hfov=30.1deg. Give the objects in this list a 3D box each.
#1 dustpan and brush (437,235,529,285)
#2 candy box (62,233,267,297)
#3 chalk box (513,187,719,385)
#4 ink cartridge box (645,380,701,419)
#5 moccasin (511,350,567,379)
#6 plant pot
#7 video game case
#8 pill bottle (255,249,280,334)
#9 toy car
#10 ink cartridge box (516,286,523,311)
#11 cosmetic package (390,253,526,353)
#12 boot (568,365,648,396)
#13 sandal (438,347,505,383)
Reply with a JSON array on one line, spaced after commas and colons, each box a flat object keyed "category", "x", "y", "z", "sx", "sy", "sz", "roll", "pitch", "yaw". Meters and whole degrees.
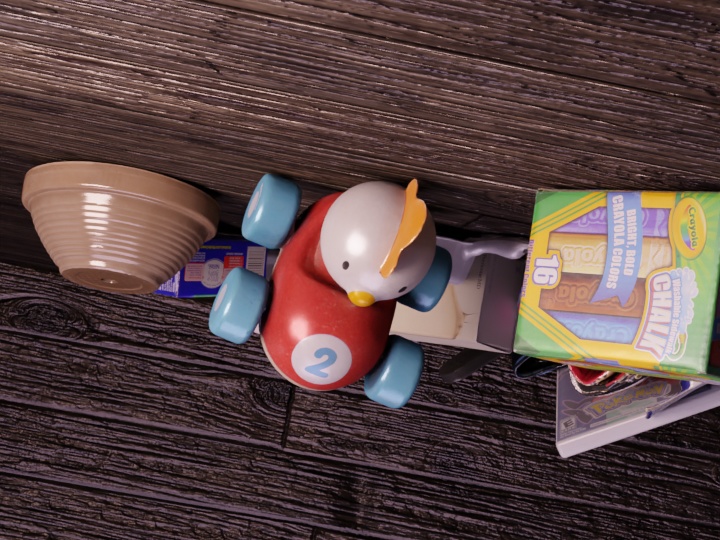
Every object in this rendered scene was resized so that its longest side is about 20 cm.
[{"category": "dustpan and brush", "x": 0.086, "y": -0.018, "z": 1.317, "sx": 0.199, "sy": 0.058, "sz": 0.139, "roll": 15, "pitch": 179, "yaw": 38}, {"category": "candy box", "x": -0.243, "y": -0.014, "z": 1.666, "sx": 0.198, "sy": 0.078, "sz": 0.168, "roll": 9, "pitch": -175, "yaw": 35}, {"category": "chalk box", "x": 0.229, "y": 0.016, "z": 0.951, "sx": 0.199, "sy": 0.125, "sz": 0.124, "roll": 6, "pitch": 173, "yaw": 42}, {"category": "ink cartridge box", "x": 0.348, "y": 0.076, "z": 1.257, "sx": 0.199, "sy": 0.041, "sz": 0.200, "roll": -28, "pitch": 168, "yaw": 6}, {"category": "moccasin", "x": 0.255, "y": 0.079, "z": 1.485, "sx": 0.080, "sy": 0.068, "sz": 0.199, "roll": 44, "pitch": 132, "yaw": -17}, {"category": "plant pot", "x": -0.245, "y": -0.034, "z": 1.348, "sx": 0.198, "sy": 0.094, "sz": 0.201, "roll": 6, "pitch": 165, "yaw": 2}, {"category": "video game case", "x": 0.306, "y": 0.115, "z": 1.449, "sx": 0.198, "sy": 0.023, "sz": 0.183, "roll": -23, "pitch": -160, "yaw": 18}, {"category": "pill bottle", "x": -0.091, "y": 0.042, "z": 1.858, "sx": 0.115, "sy": 0.117, "sz": 0.200, "roll": 8, "pitch": 174, "yaw": 21}, {"category": "toy car", "x": 0.000, "y": 0.000, "z": 1.095, "sx": 0.183, "sy": 0.178, "sz": 0.200, "roll": 23, "pitch": 159, "yaw": -14}, {"category": "ink cartridge box", "x": 0.215, "y": 0.024, "z": 1.308, "sx": 0.118, "sy": 0.042, "sz": 0.200, "roll": -15, "pitch": 170, "yaw": 4}, {"category": "cosmetic package", "x": 0.073, "y": 0.025, "z": 1.453, "sx": 0.199, "sy": 0.105, "sz": 0.073, "roll": 4, "pitch": 170, "yaw": 41}, {"category": "boot", "x": 0.244, "y": 0.074, "z": 1.262, "sx": 0.150, "sy": 0.074, "sz": 0.200, "roll": -16, "pitch": 165, "yaw": -47}, {"category": "sandal", "x": 0.167, "y": 0.056, "z": 1.471, "sx": 0.199, "sy": 0.045, "sz": 0.075, "roll": -30, "pitch": -172, "yaw": -15}]
